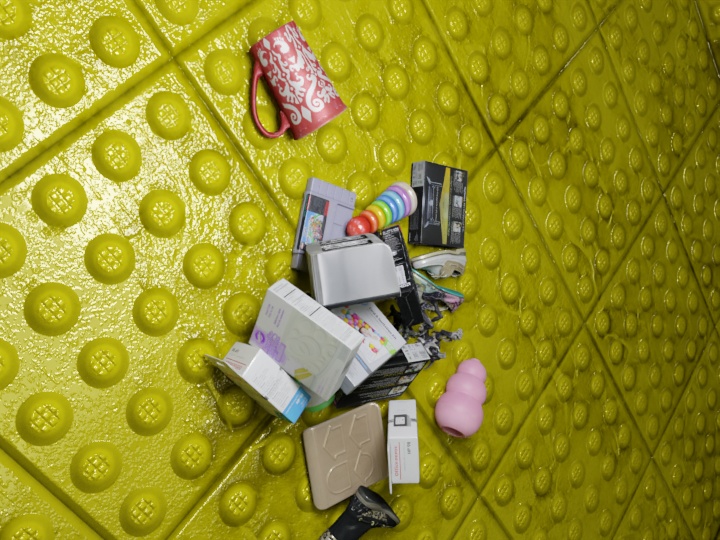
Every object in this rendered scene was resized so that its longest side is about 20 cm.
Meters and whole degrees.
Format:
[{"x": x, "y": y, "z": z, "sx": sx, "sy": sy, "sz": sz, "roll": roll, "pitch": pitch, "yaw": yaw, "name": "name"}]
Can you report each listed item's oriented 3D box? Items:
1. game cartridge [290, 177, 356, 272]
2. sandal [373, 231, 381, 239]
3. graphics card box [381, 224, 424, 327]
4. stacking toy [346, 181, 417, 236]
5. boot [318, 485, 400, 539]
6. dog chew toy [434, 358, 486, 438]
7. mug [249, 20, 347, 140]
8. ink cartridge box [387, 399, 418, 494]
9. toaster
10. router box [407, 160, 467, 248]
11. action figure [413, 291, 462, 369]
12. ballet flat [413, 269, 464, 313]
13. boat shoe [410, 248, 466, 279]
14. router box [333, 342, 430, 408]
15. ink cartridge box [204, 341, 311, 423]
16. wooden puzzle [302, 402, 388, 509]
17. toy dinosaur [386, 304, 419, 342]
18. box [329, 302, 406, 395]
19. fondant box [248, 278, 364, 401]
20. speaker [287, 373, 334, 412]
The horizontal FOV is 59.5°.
[{"x": -0.081, "y": -0.090, "z": 1.390, "sx": 0.128, "sy": 0.038, "sz": 0.204, "roll": 16, "pitch": 81, "yaw": -41, "name": "game cartridge"}, {"x": 0.000, "y": 0.000, "z": 1.430, "sx": 0.045, "sy": 0.074, "sz": 0.202, "roll": 49, "pitch": 61, "yaw": -36, "name": "sandal"}, {"x": 0.095, "y": 0.011, "z": 1.421, "sx": 0.126, "sy": 0.050, "sz": 0.202, "roll": 68, "pitch": 8, "yaw": -47, "name": "graphics card box"}, {"x": 0.041, "y": -0.130, "z": 1.438, "sx": 0.199, "sy": 0.085, "sz": 0.087, "roll": -34, "pitch": 110, "yaw": -37, "name": "stacking toy"}, {"x": 0.000, "y": 0.587, "z": 1.443, "sx": 0.154, "sy": 0.073, "sz": 0.204, "roll": -46, "pitch": 139, "yaw": -7, "name": "boot"}, {"x": 0.266, "y": 0.320, "z": 1.612, "sx": 0.124, "sy": 0.123, "sz": 0.203, "roll": 40, "pitch": 60, "yaw": -30, "name": "dog chew toy"}, {"x": -0.144, "y": -0.378, "z": 1.279, "sx": 0.177, "sy": 0.132, "sz": 0.202, "roll": -41, "pitch": 111, "yaw": -31, "name": "mug"}, {"x": 0.097, "y": 0.395, "z": 1.419, "sx": 0.065, "sy": 0.200, "sz": 0.118, "roll": -2, "pitch": 109, "yaw": 4, "name": "ink cartridge box"}, {"x": -0.026, "y": 0.002, "z": 1.276, "sx": 0.196, "sy": 0.181, "sz": 0.121, "roll": -10, "pitch": 100, "yaw": -4, "name": "toaster"}, {"x": 0.196, "y": -0.162, "z": 1.586, "sx": 0.155, "sy": 0.052, "sz": 0.205, "roll": 5, "pitch": 87, "yaw": -38, "name": "router box"}, {"x": 0.180, "y": 0.160, "z": 1.532, "sx": 0.118, "sy": 0.101, "sz": 0.203, "roll": -33, "pitch": 125, "yaw": -35, "name": "action figure"}, {"x": 0.180, "y": 0.061, "z": 1.577, "sx": 0.198, "sy": 0.069, "sz": 0.072, "roll": 25, "pitch": 95, "yaw": -35, "name": "ballet flat"}, {"x": 0.203, "y": -0.013, "z": 1.570, "sx": 0.198, "sy": 0.074, "sz": 0.070, "roll": -7, "pitch": 88, "yaw": -44, "name": "boat shoe"}, {"x": 0.042, "y": 0.237, "z": 1.423, "sx": 0.197, "sy": 0.150, "sz": 0.051, "roll": -2, "pitch": 47, "yaw": -37, "name": "router box"}, {"x": -0.203, "y": 0.210, "z": 1.249, "sx": 0.201, "sy": 0.115, "sz": 0.067, "roll": 49, "pitch": 65, "yaw": -27, "name": "ink cartridge box"}, {"x": -0.035, "y": 0.415, "z": 1.428, "sx": 0.197, "sy": 0.046, "sz": 0.189, "roll": -13, "pitch": 98, "yaw": -32, "name": "wooden puzzle"}, {"x": 0.061, "y": 0.163, "z": 1.476, "sx": 0.136, "sy": 0.102, "sz": 0.199, "roll": -49, "pitch": 142, "yaw": 8, "name": "toy dinosaur"}, {"x": -0.012, "y": 0.145, "z": 1.318, "sx": 0.156, "sy": 0.041, "sz": 0.199, "roll": 49, "pitch": 40, "yaw": 9, "name": "box"}, {"x": -0.106, "y": 0.133, "z": 1.204, "sx": 0.058, "sy": 0.198, "sz": 0.146, "roll": -36, "pitch": 156, "yaw": -54, "name": "fondant box"}, {"x": -0.122, "y": 0.194, "z": 1.330, "sx": 0.088, "sy": 0.088, "sz": 0.203, "roll": -31, "pitch": 109, "yaw": -32, "name": "speaker"}]
